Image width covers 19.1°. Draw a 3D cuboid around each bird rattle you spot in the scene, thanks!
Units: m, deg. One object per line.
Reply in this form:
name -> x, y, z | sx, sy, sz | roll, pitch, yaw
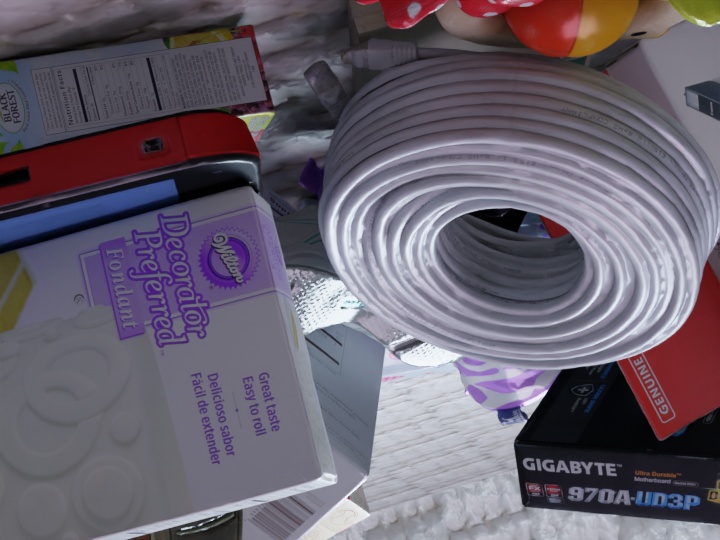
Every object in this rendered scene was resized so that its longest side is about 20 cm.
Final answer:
bird rattle -> 0.093, -0.126, 0.955 | 0.199, 0.113, 0.163 | -12, 170, -8

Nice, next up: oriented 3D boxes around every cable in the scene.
cable -> 0.078, -0.027, 1.064 | 0.199, 0.069, 0.200 | 1, 142, 19

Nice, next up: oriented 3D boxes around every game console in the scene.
game console -> -0.145, -0.023, 1.041 | 0.199, 0.031, 0.177 | -13, 166, -4

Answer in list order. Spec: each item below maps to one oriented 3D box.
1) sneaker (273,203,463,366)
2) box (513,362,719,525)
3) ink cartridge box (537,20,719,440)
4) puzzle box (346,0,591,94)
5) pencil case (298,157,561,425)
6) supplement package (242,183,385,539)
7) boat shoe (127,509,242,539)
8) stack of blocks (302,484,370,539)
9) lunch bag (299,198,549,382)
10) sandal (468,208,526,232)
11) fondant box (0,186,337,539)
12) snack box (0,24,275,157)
sneaker -> 0.000, 0.000, 1.186 | 0.200, 0.080, 0.071 | 12, 124, -35
box -> 0.195, 0.073, 1.227 | 0.158, 0.046, 0.200 | 3, -152, 26
ink cartridge box -> 0.191, -0.033, 1.176 | 0.176, 0.201, 0.045 | -26, 176, -30
puzzle box -> 0.059, -0.120, 1.126 | 0.132, 0.026, 0.200 | -16, 168, -3
pencil case -> 0.053, -0.002, 1.280 | 0.085, 0.084, 0.200 | -9, 130, 37
supplement package -> -0.061, 0.062, 1.240 | 0.114, 0.109, 0.200 | -43, -162, 26
boat shoe -> -0.112, 0.093, 1.111 | 0.068, 0.201, 0.072 | -6, 179, 29
stack of blocks -> -0.080, 0.094, 1.428 | 0.058, 0.115, 0.200 | -30, 141, 16
lunch bag -> 0.043, 0.006, 1.410 | 0.169, 0.128, 0.200 | -8, 163, -7
sandal -> 0.087, -0.061, 1.243 | 0.043, 0.076, 0.200 | -22, -170, 22
fondant box -> -0.125, 0.056, 1.024 | 0.199, 0.145, 0.058 | -15, 171, 5
snack box -> -0.136, -0.057, 1.093 | 0.142, 0.053, 0.200 | -10, 166, -18
